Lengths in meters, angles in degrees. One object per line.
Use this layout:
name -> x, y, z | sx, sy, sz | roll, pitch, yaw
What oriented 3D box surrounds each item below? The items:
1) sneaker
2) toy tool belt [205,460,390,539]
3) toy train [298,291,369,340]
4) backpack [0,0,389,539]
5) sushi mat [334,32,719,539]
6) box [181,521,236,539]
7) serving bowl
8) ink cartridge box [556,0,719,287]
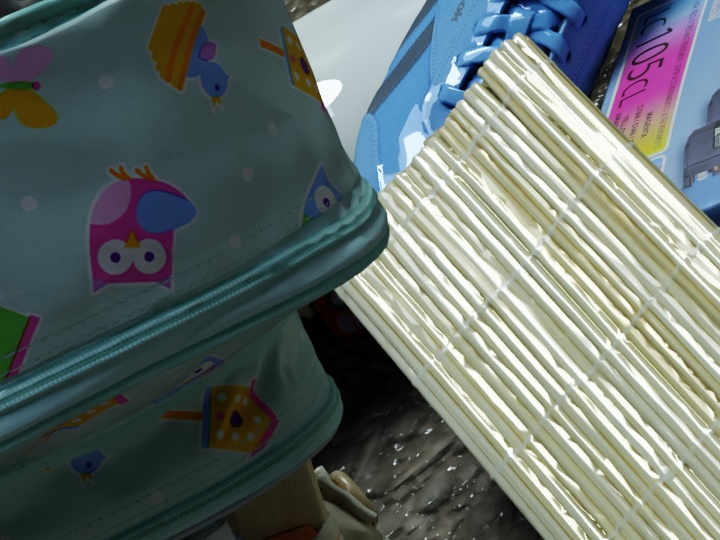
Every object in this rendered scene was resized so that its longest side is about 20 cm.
sneaker -> 0.049, -0.079, 0.788 | 0.078, 0.066, 0.200 | 111, -178, -61
toy tool belt -> -0.069, 0.128, 0.682 | 0.200, 0.123, 0.125 | -40, 26, -3
toy train -> 0.000, 0.000, 0.893 | 0.200, 0.046, 0.034 | -30, 5, 11
backpack -> -0.088, -0.003, 0.572 | 0.176, 0.153, 0.200 | -25, 4, -20
sushi mat -> 0.066, 0.023, 0.685 | 0.096, 0.012, 0.200 | -52, 50, 14
box -> -0.085, 0.164, 0.608 | 0.200, 0.156, 0.041 | -24, 4, 30
serving bowl -> -0.021, -0.054, 0.903 | 0.200, 0.066, 0.200 | -30, 6, 3
ink cartridge box -> 0.169, -0.048, 0.721 | 0.200, 0.076, 0.137 | -19, 32, 31
